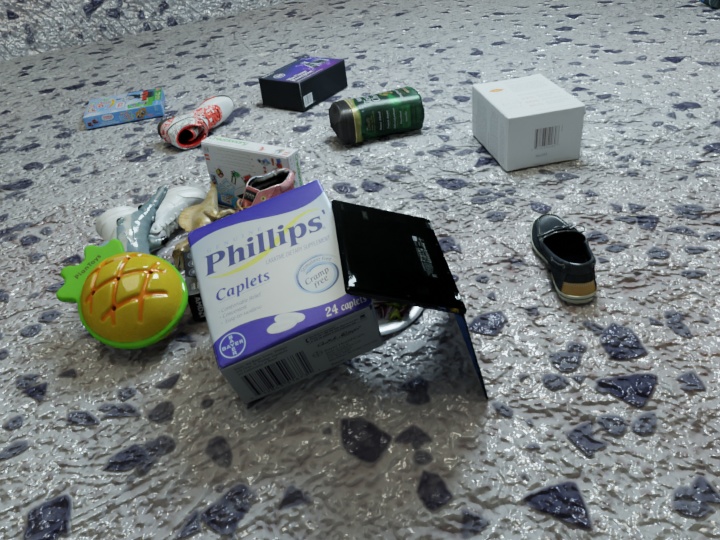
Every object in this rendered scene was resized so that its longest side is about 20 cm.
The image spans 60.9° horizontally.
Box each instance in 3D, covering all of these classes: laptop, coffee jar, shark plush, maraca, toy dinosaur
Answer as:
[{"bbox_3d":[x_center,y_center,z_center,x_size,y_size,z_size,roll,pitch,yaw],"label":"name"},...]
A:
[{"bbox_3d":[0.055,0.029,0.707,0.197,0.117,0.188,10,31,-14],"label":"laptop"},{"bbox_3d":[0.033,-0.337,1.333,0.197,0.086,0.105,-15,35,-11],"label":"coffee jar"},{"bbox_3d":[-0.342,-0.043,0.966,0.082,0.092,0.202,10,45,0],"label":"shark plush"},{"bbox_3d":[-0.322,0.029,0.828,0.198,0.108,0.137,28,60,21],"label":"maraca"},{"bbox_3d":[-0.247,-0.088,1.015,0.100,0.059,0.202,14,52,-1],"label":"toy dinosaur"}]

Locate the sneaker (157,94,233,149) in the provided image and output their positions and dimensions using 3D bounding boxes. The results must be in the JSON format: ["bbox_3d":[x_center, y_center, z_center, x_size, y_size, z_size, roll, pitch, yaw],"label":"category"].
[{"bbox_3d":[-0.365,-0.344,1.435,0.200,0.068,0.108,-31,41,-25],"label":"sneaker"}]

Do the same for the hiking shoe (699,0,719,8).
[{"bbox_3d":[1.171,-0.888,1.943,0.197,0.075,0.087,-15,35,-12],"label":"hiking shoe"}]

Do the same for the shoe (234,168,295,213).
[{"bbox_3d":[-0.164,-0.074,0.888,0.071,0.092,0.200,20,42,34],"label":"shoe"}]

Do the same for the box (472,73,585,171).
[{"bbox_3d":[0.320,-0.293,1.198,0.150,0.108,0.201,-10,34,-5],"label":"box"}]

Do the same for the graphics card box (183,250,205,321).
[{"bbox_3d":[-0.158,-0.001,0.908,0.197,0.051,0.126,-14,35,-9],"label":"graphics card box"}]

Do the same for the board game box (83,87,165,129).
[{"bbox_3d":[-0.628,-0.437,1.643,0.197,0.037,0.152,-14,35,-8],"label":"board game box"}]

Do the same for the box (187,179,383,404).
[{"bbox_3d":[-0.093,0.022,0.737,0.182,0.105,0.201,-22,55,-4],"label":"box"}]

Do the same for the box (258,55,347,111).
[{"bbox_3d":[-0.147,-0.491,1.601,0.140,0.080,0.200,13,39,31],"label":"box"}]

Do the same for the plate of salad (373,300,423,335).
[{"bbox_3d":[0.000,0.000,0.835,0.197,0.048,0.202,7,49,-8],"label":"plate of salad"}]

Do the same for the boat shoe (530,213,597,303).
[{"bbox_3d":[0.288,-0.035,0.867,0.073,0.063,0.201,-5,33,6],"label":"boat shoe"}]

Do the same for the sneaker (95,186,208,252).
[{"bbox_3d":[-0.342,-0.077,1.053,0.198,0.075,0.100,-26,58,-26],"label":"sneaker"}]

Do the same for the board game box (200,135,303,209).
[{"bbox_3d":[-0.186,-0.160,1.077,0.198,0.128,0.035,15,40,29],"label":"board game box"}]
